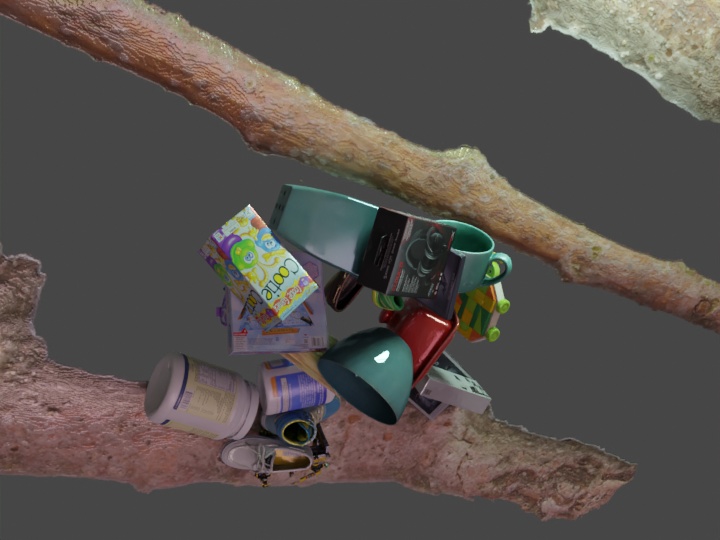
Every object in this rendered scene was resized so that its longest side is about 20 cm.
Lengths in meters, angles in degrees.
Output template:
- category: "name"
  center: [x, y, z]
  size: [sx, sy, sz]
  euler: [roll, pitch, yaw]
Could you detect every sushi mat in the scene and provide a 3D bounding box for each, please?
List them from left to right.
- category: "sushi mat"
  center: [-0.086, 0.174, 1.564]
  size: [0.200, 0.012, 0.096]
  euler: [41, 74, -29]

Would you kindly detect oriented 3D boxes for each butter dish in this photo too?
- category: "butter dish"
  center: [0.105, 0.130, 1.648]
  size: [0.147, 0.200, 0.200]
  euler: [35, 102, -9]

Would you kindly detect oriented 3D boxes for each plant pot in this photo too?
- category: "plant pot"
  center: [-0.067, -0.086, 1.452]
  size: [0.198, 0.141, 0.143]
  euler: [20, 92, -21]
- category: "plant pot"
  center: [0.029, 0.194, 1.521]
  size: [0.135, 0.199, 0.201]
  euler: [-51, 128, -23]

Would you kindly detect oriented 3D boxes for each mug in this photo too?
- category: "mug"
  center: [0.206, -0.015, 1.588]
  size: [0.151, 0.185, 0.116]
  euler: [-9, 125, -36]

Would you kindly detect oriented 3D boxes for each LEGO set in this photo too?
- category: "LEGO set"
  center: [-0.153, 0.433, 1.719]
  size: [0.197, 0.116, 0.156]
  euler: [4, 115, -23]

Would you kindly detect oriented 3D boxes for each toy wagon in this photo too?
- category: "toy wagon"
  center: [0.261, 0.055, 1.664]
  size: [0.039, 0.155, 0.202]
  euler: [-1, 118, -37]

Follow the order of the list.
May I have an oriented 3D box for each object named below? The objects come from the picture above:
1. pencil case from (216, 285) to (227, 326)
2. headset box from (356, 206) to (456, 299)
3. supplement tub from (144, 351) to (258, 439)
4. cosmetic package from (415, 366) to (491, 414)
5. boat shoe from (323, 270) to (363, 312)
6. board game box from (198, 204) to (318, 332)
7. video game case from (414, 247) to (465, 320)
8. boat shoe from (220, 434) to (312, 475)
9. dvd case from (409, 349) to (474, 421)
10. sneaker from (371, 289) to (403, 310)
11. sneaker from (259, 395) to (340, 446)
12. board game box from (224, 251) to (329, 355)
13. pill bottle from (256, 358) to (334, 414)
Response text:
- category: "pencil case"
  center: [-0.196, 0.099, 1.548]
  size: [0.198, 0.085, 0.085]
  euler: [20, 143, -28]
- category: "headset box"
  center: [0.084, -0.030, 1.418]
  size: [0.199, 0.077, 0.151]
  euler: [8, 101, -55]
- category: "supplement tub"
  center: [-0.323, 0.262, 1.542]
  size: [0.198, 0.145, 0.146]
  euler: [25, 106, -31]
- category: "cosmetic package"
  center: [0.210, 0.275, 1.779]
  size: [0.198, 0.083, 0.051]
  euler: [22, 104, -31]
- category: "boat shoe"
  center: [0.000, 0.000, 1.581]
  size: [0.070, 0.070, 0.201]
  euler: [29, 102, -28]
- category: "board game box"
  center: [-0.191, -0.002, 1.410]
  size: [0.201, 0.103, 0.105]
  euler: [50, 61, -5]
- category: "video game case"
  center: [0.127, -0.007, 1.554]
  size: [0.019, 0.199, 0.145]
  euler: [-13, 124, -39]
- category: "boat shoe"
  center: [-0.198, 0.402, 1.603]
  size: [0.199, 0.086, 0.076]
  euler: [8, 93, -10]
- category: "dvd case"
  center: [0.168, 0.260, 1.816]
  size: [0.150, 0.025, 0.200]
  euler: [-44, 124, 4]
- category: "sneaker"
  center: [0.078, -0.009, 1.552]
  size: [0.074, 0.083, 0.202]
  euler: [-32, 136, -50]
- category: "sneaker"
  center: [-0.108, 0.332, 1.663]
  size: [0.198, 0.130, 0.081]
  euler: [-12, 109, -30]
- category: "board game box"
  center: [-0.166, 0.062, 1.487]
  size: [0.197, 0.041, 0.202]
  euler: [2, 74, -25]
- category: "pill bottle"
  center: [-0.119, 0.240, 1.634]
  size: [0.197, 0.112, 0.113]
  euler: [-7, 119, -18]
